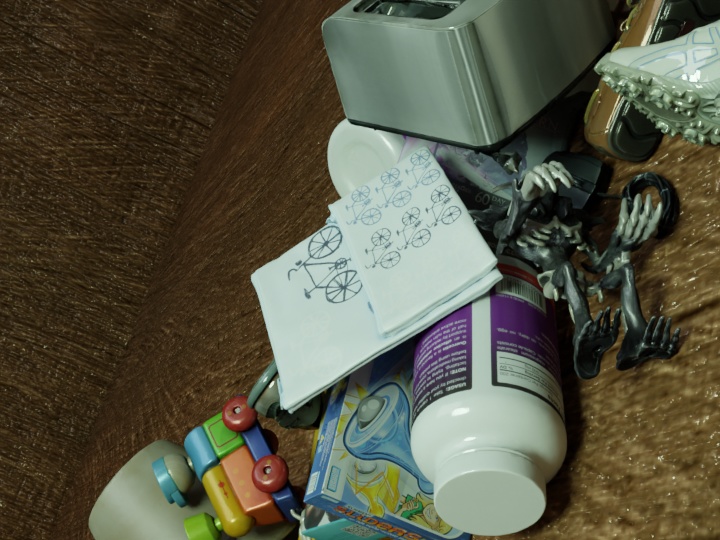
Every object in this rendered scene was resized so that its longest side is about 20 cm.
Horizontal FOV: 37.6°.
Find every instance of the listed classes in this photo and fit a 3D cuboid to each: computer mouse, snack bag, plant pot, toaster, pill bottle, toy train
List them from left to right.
[{"bbox_3d":[-0.169,0.268,1.062,0.200,0.173,0.200,-48,-15,-18],"label":"plant pot"},{"bbox_3d":[-0.105,0.219,0.944,0.115,0.085,0.200,-30,54,-5],"label":"toy train"},{"bbox_3d":[0.000,0.000,0.851,0.199,0.021,0.189,-33,38,8],"label":"snack bag"},{"bbox_3d":[0.067,-0.130,1.050,0.199,0.105,0.104,-31,-7,-40],"label":"pill bottle"},{"bbox_3d":[0.092,-0.190,0.853,0.181,0.119,0.199,-43,39,-24],"label":"toaster"},{"bbox_3d":[0.094,0.090,0.787,0.113,0.112,0.201,-49,23,38],"label":"pill bottle"},{"bbox_3d":[0.188,-0.064,0.849,0.059,0.034,0.200,-61,21,1],"label":"computer mouse"}]

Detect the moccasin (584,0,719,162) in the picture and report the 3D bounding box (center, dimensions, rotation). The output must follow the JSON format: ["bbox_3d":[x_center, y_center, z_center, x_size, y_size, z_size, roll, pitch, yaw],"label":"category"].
[{"bbox_3d":[0.238,-0.185,0.834,0.203,0.073,0.078,-70,24,15],"label":"moccasin"}]

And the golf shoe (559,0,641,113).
[{"bbox_3d":[0.218,-0.233,0.907,0.201,0.088,0.077,-57,12,22],"label":"golf shoe"}]

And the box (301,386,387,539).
[{"bbox_3d":[0.004,0.130,0.912,0.082,0.049,0.201,-32,41,50],"label":"box"}]

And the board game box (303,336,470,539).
[{"bbox_3d":[0.041,0.115,0.865,0.034,0.135,0.201,-38,32,53],"label":"board game box"}]

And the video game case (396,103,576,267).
[{"bbox_3d":[0.113,-0.111,0.957,0.019,0.142,0.201,118,171,-71],"label":"video game case"}]

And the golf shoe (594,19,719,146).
[{"bbox_3d":[0.248,-0.137,0.719,0.098,0.078,0.200,-57,35,-2],"label":"golf shoe"}]

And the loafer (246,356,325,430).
[{"bbox_3d":[-0.053,0.110,0.941,0.072,0.063,0.200,-51,-5,-7],"label":"loafer"}]

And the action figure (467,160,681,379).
[{"bbox_3d":[0.154,-0.022,0.747,0.201,0.118,0.102,-110,35,-45],"label":"action figure"}]

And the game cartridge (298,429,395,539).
[{"bbox_3d":[0.010,0.156,0.973,0.176,0.032,0.201,-32,42,50],"label":"game cartridge"}]
